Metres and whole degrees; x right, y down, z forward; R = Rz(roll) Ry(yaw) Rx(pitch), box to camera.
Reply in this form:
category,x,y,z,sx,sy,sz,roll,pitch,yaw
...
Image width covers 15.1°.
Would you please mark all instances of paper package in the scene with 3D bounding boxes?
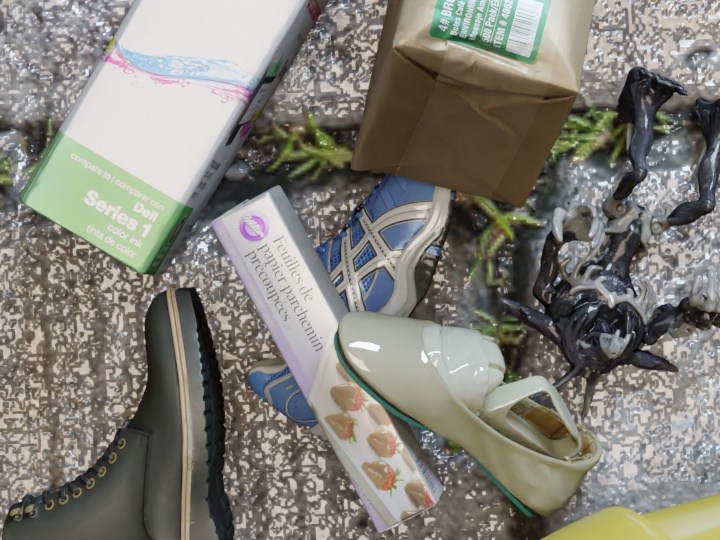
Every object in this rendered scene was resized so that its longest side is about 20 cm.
category,x,y,z,sx,sy,sz,roll,pitch,yaw
paper package,0.071,-0.161,1.478,0.103,0.191,0.200,14,70,-2

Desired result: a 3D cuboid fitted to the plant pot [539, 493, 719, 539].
category,x,y,z,sx,sy,sz,roll,pitch,yaw
plant pot,0.211,0.204,1.510,0.189,0.201,0.201,-27,89,-13

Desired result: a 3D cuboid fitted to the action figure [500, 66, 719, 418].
category,x,y,z,sx,sy,sz,roll,pitch,yaw
action figure,0.156,-0.011,1.549,0.119,0.102,0.200,20,89,-10

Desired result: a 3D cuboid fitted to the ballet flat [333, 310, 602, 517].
category,x,y,z,sx,sy,sz,roll,pitch,yaw
ballet flat,0.068,0.069,1.528,0.069,0.069,0.200,-51,128,1

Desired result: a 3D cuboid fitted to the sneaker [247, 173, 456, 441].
category,x,y,z,sx,sy,sz,roll,pitch,yaw
sneaker,0.000,0.000,1.564,0.077,0.076,0.200,22,90,-3

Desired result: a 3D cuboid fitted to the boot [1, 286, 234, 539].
category,x,y,z,sx,sy,sz,roll,pitch,yaw
boot,-0.149,0.112,1.575,0.138,0.077,0.200,-3,89,7

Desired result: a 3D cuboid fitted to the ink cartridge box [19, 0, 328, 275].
category,x,y,z,sx,sy,sz,roll,pitch,yaw
ink cartridge box,-0.099,-0.103,1.533,0.084,0.145,0.200,31,91,1

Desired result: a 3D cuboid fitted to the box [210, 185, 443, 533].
category,x,y,z,sx,sy,sz,roll,pitch,yaw
box,-0.017,0.049,1.522,0.039,0.041,0.200,-28,94,10
